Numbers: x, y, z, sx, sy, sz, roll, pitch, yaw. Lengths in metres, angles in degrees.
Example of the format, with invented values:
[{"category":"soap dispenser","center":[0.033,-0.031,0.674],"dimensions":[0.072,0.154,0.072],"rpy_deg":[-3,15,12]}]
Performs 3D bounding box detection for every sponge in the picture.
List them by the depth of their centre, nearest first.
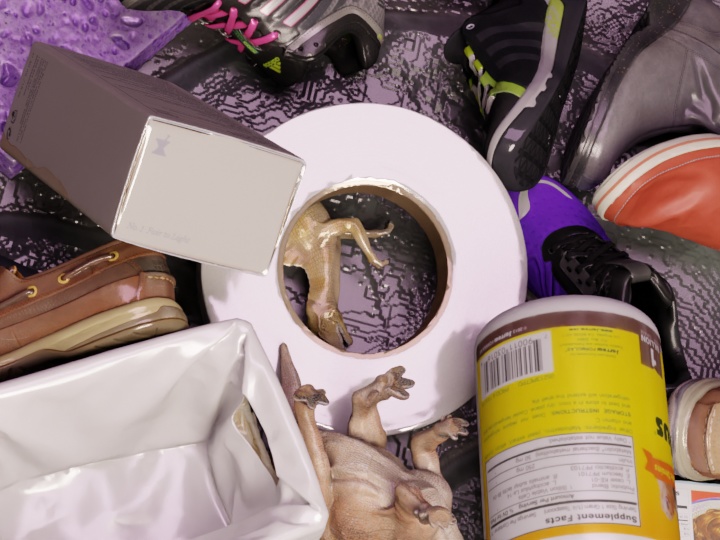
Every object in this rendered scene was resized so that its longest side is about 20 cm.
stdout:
[{"category":"sponge","center":[-0.191,-0.158,1.478],"dimensions":[0.112,0.030,0.200],"rpy_deg":[41,63,7]}]

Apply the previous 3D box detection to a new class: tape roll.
[{"category":"tape roll","center":[0.000,0.000,1.402],"dimensions":[0.202,0.037,0.204],"rpy_deg":[1,84,-8]}]

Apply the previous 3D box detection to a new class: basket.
[{"category":"basket","center":[-0.138,0.130,1.299],"dimensions":[0.199,0.123,0.136],"rpy_deg":[-15,69,-21]}]

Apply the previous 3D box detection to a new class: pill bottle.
[{"category":"pill bottle","center":[0.121,0.123,1.299],"dimensions":[0.109,0.109,0.201],"rpy_deg":[4,63,-12]}]

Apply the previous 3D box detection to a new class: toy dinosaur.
[{"category":"toy dinosaur","center":[0.000,0.136,1.336],"dimensions":[0.200,0.136,0.086],"rpy_deg":[38,40,18]},{"category":"toy dinosaur","center":[-0.043,-0.048,1.445],"dimensions":[0.101,0.058,0.200],"rpy_deg":[-29,74,-23]}]

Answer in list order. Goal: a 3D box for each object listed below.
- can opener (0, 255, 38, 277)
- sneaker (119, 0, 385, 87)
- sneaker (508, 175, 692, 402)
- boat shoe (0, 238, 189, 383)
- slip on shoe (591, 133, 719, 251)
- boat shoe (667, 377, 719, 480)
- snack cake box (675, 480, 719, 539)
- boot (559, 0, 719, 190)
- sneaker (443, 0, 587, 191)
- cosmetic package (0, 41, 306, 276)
[{"category":"can opener","center":[-0.213,0.014,1.382],"dimensions":[0.199,0.079,0.063],"rpy_deg":[19,23,-7]},{"category":"sneaker","center":[-0.063,-0.161,1.472],"dimensions":[0.199,0.074,0.088],"rpy_deg":[0,83,-34]},{"category":"sneaker","center":[0.152,0.011,1.437],"dimensions":[0.069,0.100,0.201],"rpy_deg":[-18,67,-21]},{"category":"boat shoe","center":[-0.196,0.033,1.327],"dimensions":[0.199,0.072,0.068],"rpy_deg":[-17,72,10]},{"category":"slip on shoe","center":[0.235,-0.041,1.480],"dimensions":[0.199,0.074,0.061],"rpy_deg":[5,49,-32]},{"category":"boat shoe","center":[0.264,0.093,1.409],"dimensions":[0.200,0.072,0.076],"rpy_deg":[-13,103,-46]},{"category":"snack cake box","center":[0.206,0.190,1.385],"dimensions":[0.199,0.067,0.115],"rpy_deg":[7,61,-11]},{"category":"boot","center":[0.220,-0.102,1.520],"dimensions":[0.131,0.070,0.200],"rpy_deg":[33,56,2]},{"category":"sneaker","center":[0.090,-0.120,1.498],"dimensions":[0.082,0.072,0.200],"rpy_deg":[12,37,9]},{"category":"cosmetic package","center":[-0.124,-0.067,1.344],"dimensions":[0.103,0.200,0.073],"rpy_deg":[15,100,-29]}]
